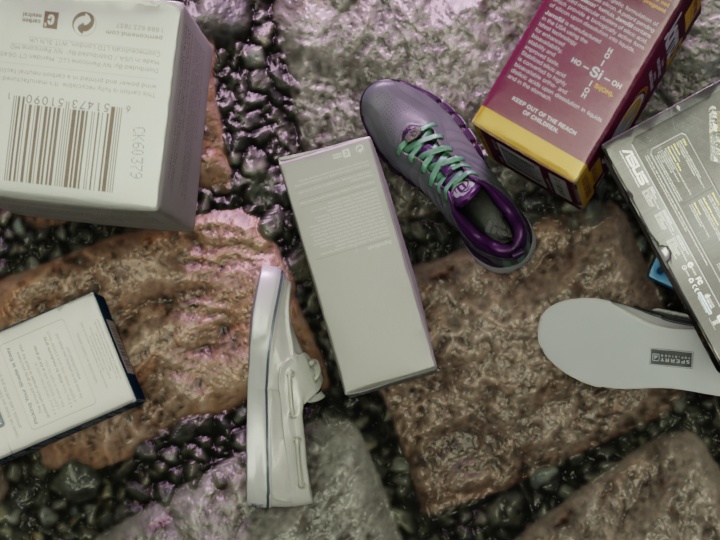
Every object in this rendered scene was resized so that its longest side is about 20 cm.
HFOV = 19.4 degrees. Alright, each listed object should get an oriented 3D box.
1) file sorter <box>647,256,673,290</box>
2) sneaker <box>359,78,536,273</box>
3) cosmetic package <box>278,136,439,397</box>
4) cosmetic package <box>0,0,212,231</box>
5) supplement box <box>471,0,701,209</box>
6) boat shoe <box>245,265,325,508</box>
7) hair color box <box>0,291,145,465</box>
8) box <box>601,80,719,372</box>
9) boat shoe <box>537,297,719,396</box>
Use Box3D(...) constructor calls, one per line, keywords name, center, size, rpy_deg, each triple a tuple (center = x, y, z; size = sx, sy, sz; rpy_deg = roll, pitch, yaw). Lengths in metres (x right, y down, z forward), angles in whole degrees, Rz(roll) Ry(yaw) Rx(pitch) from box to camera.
Box3D(name="file sorter", center=(0.343, -0.061, 1.717), size=(0.138, 0.123, 0.201), rpy_deg=(25, 86, 4))
Box3D(name="sneaker", center=(0.076, -0.087, 1.747), size=(0.074, 0.088, 0.200), rpy_deg=(-43, 85, -2))
Box3D(name="cosmetic package", center=(0.000, 0.000, 1.736), size=(0.089, 0.107, 0.202), rpy_deg=(-13, 83, 1))
Box3D(name="cosmetic package", center=(-0.217, -0.127, 1.707), size=(0.163, 0.200, 0.167), rpy_deg=(6, 87, 3))
Box3D(name="supplement box", center=(0.187, -0.168, 1.724), size=(0.103, 0.131, 0.201), rpy_deg=(30, 88, 13))
Box3D(name="boat shoe", center=(-0.062, 0.097, 1.753), size=(0.065, 0.074, 0.202), rpy_deg=(2, 95, -2))
Box3D(name="hair color box", center=(-0.291, 0.103, 1.761), size=(0.199, 0.061, 0.101), rpy_deg=(-23, 84, 0))
Box3D(name="box", center=(0.300, -0.046, 1.631), size=(0.158, 0.048, 0.201), rpy_deg=(-28, 80, 2))
Box3D(name="boat shoe", center=(0.247, 0.063, 1.740), size=(0.198, 0.068, 0.072), rpy_deg=(6, 93, 25))
